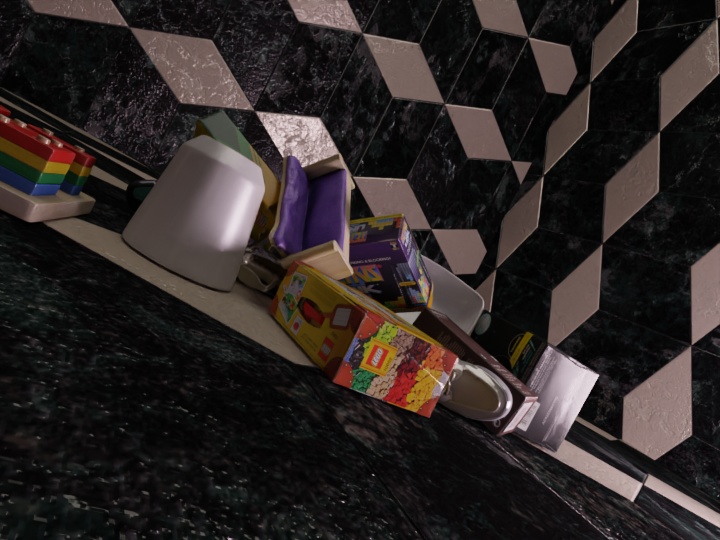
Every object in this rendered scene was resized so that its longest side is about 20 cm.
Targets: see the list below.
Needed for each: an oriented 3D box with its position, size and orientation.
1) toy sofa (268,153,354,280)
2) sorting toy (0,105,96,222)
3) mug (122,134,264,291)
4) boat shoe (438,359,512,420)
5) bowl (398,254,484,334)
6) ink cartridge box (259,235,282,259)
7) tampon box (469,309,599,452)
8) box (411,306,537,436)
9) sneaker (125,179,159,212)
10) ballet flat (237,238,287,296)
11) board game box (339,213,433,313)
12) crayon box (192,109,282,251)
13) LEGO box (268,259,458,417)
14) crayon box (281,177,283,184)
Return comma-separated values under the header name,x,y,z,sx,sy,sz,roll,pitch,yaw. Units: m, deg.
name,x,y,z,sx,sy,sz,roll,pitch,yaw
toy sofa,-0.062,-0.084,0.744,0.204,0.081,0.098,-89,157,-43
sorting toy,-0.378,-0.133,0.527,0.196,0.071,0.200,29,1,-16
mug,-0.204,-0.085,0.672,0.148,0.156,0.185,26,2,-40
boat shoe,0.107,0.142,0.711,0.197,0.073,0.065,29,6,25
bowl,0.115,0.073,0.994,0.198,0.076,0.199,35,42,13
ink cartridge box,-0.180,-0.038,0.977,0.198,0.085,0.144,29,1,35
tampon box,0.272,0.184,0.915,0.124,0.153,0.200,29,1,-21
box,0.164,0.150,0.796,0.199,0.076,0.100,41,9,29
sneaker,-0.291,-0.120,0.889,0.195,0.076,0.088,10,31,-26
ballet flat,-0.122,0.020,0.786,0.197,0.073,0.072,29,1,-9
board game box,0.000,0.000,0.826,0.195,0.058,0.167,-6,-42,25
crayon box,-0.184,-0.124,0.811,0.201,0.050,0.127,52,-38,4
LEGO box,-0.003,0.075,0.626,0.147,0.079,0.199,28,2,-32
crayon box,-0.114,-0.103,1.036,0.051,0.202,0.126,-21,58,-41
